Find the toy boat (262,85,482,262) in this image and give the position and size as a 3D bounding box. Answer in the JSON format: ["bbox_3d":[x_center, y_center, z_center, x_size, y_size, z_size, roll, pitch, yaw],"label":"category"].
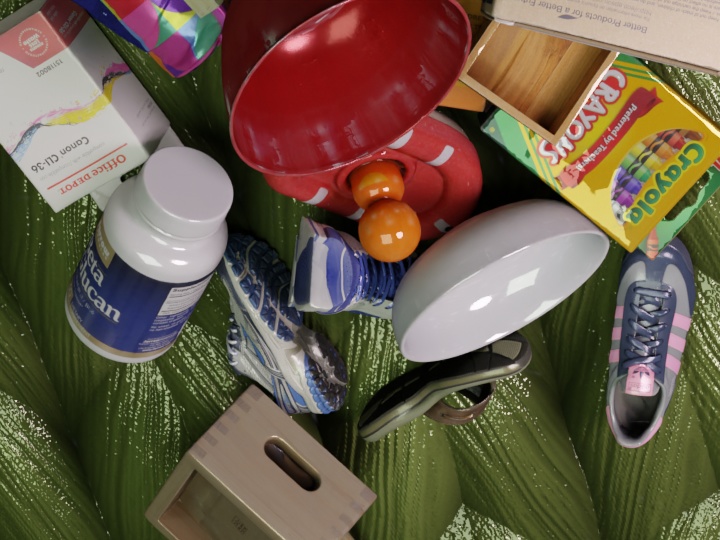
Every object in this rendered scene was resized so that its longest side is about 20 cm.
[{"bbox_3d":[0.017,-0.066,1.634,0.130,0.131,0.200,-33,146,33],"label":"toy boat"}]

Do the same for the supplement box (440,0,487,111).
[{"bbox_3d":[0.085,-0.232,1.585,0.066,0.069,0.201,9,121,5],"label":"supplement box"}]

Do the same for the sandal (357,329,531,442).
[{"bbox_3d":[0.082,0.111,1.797,0.201,0.080,0.057,-31,106,38],"label":"sandal"}]

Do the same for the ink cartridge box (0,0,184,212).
[{"bbox_3d":[-0.250,-0.134,1.725,0.116,0.068,0.200,-27,112,26],"label":"ink cartridge box"}]

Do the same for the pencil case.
[{"bbox_3d":[-0.183,-0.248,1.571,0.088,0.088,0.200,-33,111,28],"label":"pencil case"}]

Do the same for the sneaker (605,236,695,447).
[{"bbox_3d":[0.252,0.065,1.722,0.070,0.082,0.201,6,122,10],"label":"sneaker"}]

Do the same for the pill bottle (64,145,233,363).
[{"bbox_3d":[-0.182,-0.016,1.735,0.111,0.111,0.200,28,136,-5],"label":"pill bottle"}]

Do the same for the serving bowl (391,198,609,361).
[{"bbox_3d":[0.108,-0.002,1.675,0.200,0.200,0.066,-42,67,31],"label":"serving bowl"}]

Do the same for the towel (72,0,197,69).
[{"bbox_3d":[-0.190,-0.269,1.641,0.200,0.050,0.148,33,126,-6],"label":"towel"}]

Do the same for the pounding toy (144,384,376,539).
[{"bbox_3d":[-0.073,0.228,1.864,0.200,0.142,0.184,41,145,3],"label":"pounding toy"}]

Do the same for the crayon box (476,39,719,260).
[{"bbox_3d":[0.211,-0.107,1.623,0.200,0.051,0.127,37,104,-12],"label":"crayon box"}]

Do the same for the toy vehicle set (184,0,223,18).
[{"bbox_3d":[-0.155,-0.311,1.539,0.200,0.124,0.026,46,142,-19],"label":"toy vehicle set"}]

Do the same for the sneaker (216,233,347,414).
[{"bbox_3d":[-0.094,0.058,1.807,0.085,0.077,0.200,-17,116,27],"label":"sneaker"}]

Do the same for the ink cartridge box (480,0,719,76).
[{"bbox_3d":[0.205,-0.247,1.486,0.199,0.075,0.165,13,99,-9],"label":"ink cartridge box"}]

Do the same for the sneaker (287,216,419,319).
[{"bbox_3d":[0.000,0.000,1.704,0.115,0.199,0.081,5,89,-4],"label":"sneaker"}]

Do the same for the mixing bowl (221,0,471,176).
[{"bbox_3d":[-0.027,-0.176,1.486,0.200,0.109,0.200,-21,151,-13],"label":"mixing bowl"}]

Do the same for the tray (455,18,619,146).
[{"bbox_3d":[0.167,-0.209,1.545,0.099,0.037,0.200,33,96,-11],"label":"tray"}]
